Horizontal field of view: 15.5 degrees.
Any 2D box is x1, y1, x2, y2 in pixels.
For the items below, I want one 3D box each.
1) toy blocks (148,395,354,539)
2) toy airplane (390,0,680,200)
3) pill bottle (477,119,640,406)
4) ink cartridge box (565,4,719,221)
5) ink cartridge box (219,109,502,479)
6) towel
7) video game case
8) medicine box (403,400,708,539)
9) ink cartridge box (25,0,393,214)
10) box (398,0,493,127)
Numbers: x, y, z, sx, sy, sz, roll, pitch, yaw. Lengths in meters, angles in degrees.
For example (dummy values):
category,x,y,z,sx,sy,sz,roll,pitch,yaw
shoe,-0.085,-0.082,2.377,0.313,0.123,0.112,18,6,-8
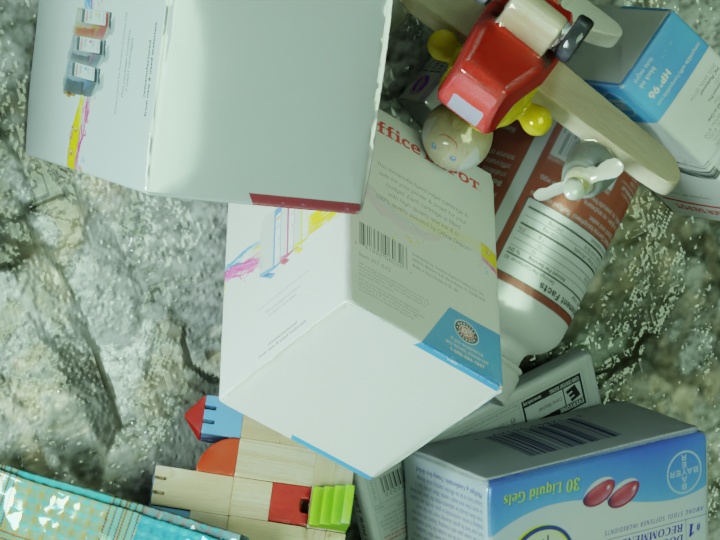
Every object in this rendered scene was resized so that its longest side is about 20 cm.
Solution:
category,x,y,z,sx,sy,sz,roll,pitch,yaw
toy blocks,-0.078,0.161,1.674,0.136,0.100,0.201,9,72,-3
toy airplane,0.087,-0.127,1.643,0.198,0.200,0.141,19,113,-41
pill bottle,0.103,-0.018,1.748,0.112,0.112,0.201,31,82,-28
ink cartridge box,0.227,-0.093,1.801,0.200,0.116,0.068,40,79,-26
ink cartridge box,0.000,0.000,1.650,0.128,0.125,0.201,30,41,-29
towel,-0.182,0.204,1.609,0.199,0.022,0.148,17,80,2
video game case,0.093,0.174,1.802,0.199,0.022,0.183,-25,112,-26
medicine box,0.133,0.206,1.760,0.181,0.103,0.202,-11,105,-30
ink cartridge box,-0.095,-0.122,1.576,0.144,0.200,0.146,4,98,-28
box,0.105,-0.174,1.768,0.041,0.039,0.200,46,75,-24
